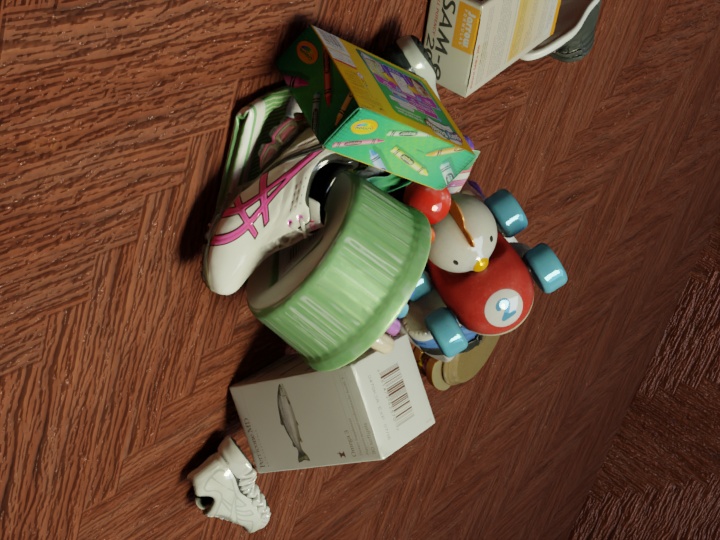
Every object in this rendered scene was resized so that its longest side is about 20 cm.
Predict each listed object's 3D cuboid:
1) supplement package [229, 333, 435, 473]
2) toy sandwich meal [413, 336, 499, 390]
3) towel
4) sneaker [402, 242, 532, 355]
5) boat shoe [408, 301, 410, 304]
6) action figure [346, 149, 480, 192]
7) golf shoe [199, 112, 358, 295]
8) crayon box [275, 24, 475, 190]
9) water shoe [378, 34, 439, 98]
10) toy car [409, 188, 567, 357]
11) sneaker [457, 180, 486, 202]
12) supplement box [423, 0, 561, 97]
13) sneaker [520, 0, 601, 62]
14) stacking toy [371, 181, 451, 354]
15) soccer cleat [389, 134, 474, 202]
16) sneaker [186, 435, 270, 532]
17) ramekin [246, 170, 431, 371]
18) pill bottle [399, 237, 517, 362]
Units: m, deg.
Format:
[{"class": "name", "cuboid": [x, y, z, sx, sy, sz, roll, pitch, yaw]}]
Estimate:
[{"class": "supplement package", "cuboid": [-0.035, 0.159, 1.451, 0.117, 0.199, 0.118, -26, 99, -51]}, {"class": "toy sandwich meal", "cuboid": [0.163, 0.098, 1.961, 0.205, 0.070, 0.206, -45, 150, -36]}, {"class": "towel", "cuboid": [-0.072, -0.129, 1.286, 0.200, 0.023, 0.153, -28, 141, -49]}, {"class": "sneaker", "cuboid": [0.155, 0.043, 1.640, 0.199, 0.077, 0.111, -34, 151, 0]}, {"class": "boat shoe", "cuboid": [0.059, 0.029, 1.664, 0.201, 0.071, 0.072, -58, 156, -2]}, {"class": "action figure", "cuboid": [0.029, -0.110, 1.395, 0.199, 0.055, 0.118, -19, 174, -42]}, {"class": "golf shoe", "cuboid": [-0.083, -0.056, 1.210, 0.201, 0.092, 0.073, -57, 153, 2]}, {"class": "crayon box", "cuboid": [0.019, -0.161, 1.239, 0.058, 0.119, 0.199, -44, 147, 24]}, {"class": "water shoe", "cuboid": [0.047, -0.198, 1.408, 0.079, 0.072, 0.200, -27, 153, -1]}, {"class": "toy car", "cuboid": [0.133, -0.021, 1.496, 0.184, 0.177, 0.200, -33, 156, 0]}, {"class": "sneaker", "cuboid": [0.177, -0.033, 1.678, 0.084, 0.080, 0.201, -61, 136, -61]}, {"class": "supplement box", "cuboid": [0.161, -0.311, 1.460, 0.200, 0.073, 0.127, -38, 149, -38]}, {"class": "sneaker", "cuboid": [0.272, -0.313, 1.673, 0.200, 0.070, 0.100, -46, 149, -35]}, {"class": "stacking toy", "cuboid": [0.041, -0.013, 1.358, 0.201, 0.085, 0.085, -62, 156, -3]}, {"class": "soccer cleat", "cuboid": [0.076, -0.112, 1.547, 0.200, 0.067, 0.077, -46, 149, -21]}, {"class": "sneaker", "cuboid": [-0.167, 0.282, 1.542, 0.081, 0.075, 0.200, -35, 147, -16]}, {"class": "ramekin", "cuboid": [-0.029, -0.006, 1.270, 0.098, 0.200, 0.201, 36, 84, -23]}, {"class": "pill bottle", "cuboid": [0.140, 0.022, 1.763, 0.200, 0.111, 0.111, -54, 156, -11]}]
